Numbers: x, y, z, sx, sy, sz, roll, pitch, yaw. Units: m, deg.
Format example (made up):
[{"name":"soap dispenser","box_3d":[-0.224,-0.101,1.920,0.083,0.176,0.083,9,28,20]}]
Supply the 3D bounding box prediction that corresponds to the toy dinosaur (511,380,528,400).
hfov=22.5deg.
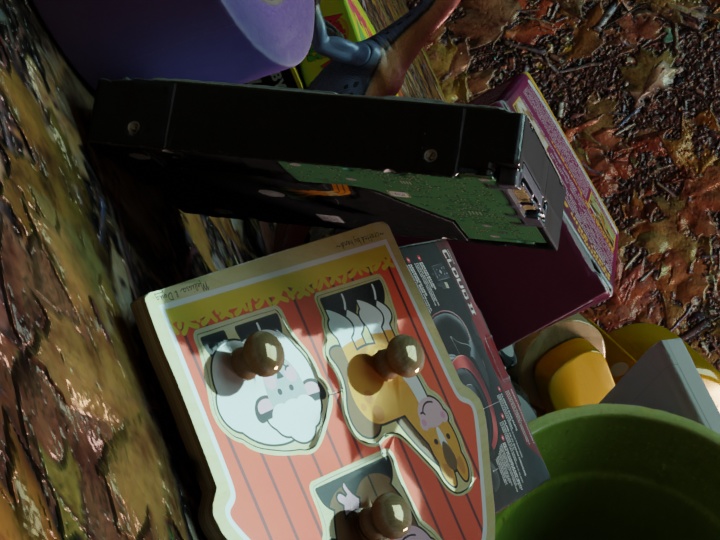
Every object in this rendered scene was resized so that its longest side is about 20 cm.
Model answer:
[{"name":"toy dinosaur","box_3d":[0.049,0.064,1.290,0.102,0.077,0.200,58,-4,-26]}]

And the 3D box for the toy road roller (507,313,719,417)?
[{"name":"toy road roller","box_3d":[0.182,0.079,1.325,0.123,0.146,0.200,46,-14,56]}]

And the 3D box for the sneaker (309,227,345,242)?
[{"name":"sneaker","box_3d":[0.000,0.000,1.127,0.200,0.075,0.082,-99,180,-61]}]

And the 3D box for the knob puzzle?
[{"name":"knob puzzle","box_3d":[0.005,0.082,0.794,0.219,0.030,0.220,28,49,-38]}]

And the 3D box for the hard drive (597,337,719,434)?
[{"name":"hard drive","box_3d":[0.208,0.163,1.158,0.132,0.026,0.200,-56,-132,46]}]

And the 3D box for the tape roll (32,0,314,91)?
[{"name":"tape roll","box_3d":[-0.101,-0.184,0.898,0.200,0.085,0.200,-16,90,-74]}]

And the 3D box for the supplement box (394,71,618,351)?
[{"name":"supplement box","box_3d":[0.084,-0.036,1.114,0.131,0.103,0.200,61,13,-4]}]

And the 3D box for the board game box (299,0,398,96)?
[{"name":"board game box","box_3d":[-0.004,-0.127,1.300,0.102,0.048,0.200,54,15,-51]}]

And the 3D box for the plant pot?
[{"name":"plant pot","box_3d":[0.146,0.216,1.087,0.190,0.200,0.200,101,-21,-45]}]

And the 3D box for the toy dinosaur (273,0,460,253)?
[{"name":"toy dinosaur","box_3d":[-0.003,-0.107,1.099,0.105,0.181,0.200,-52,118,-82]}]

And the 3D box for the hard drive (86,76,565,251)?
[{"name":"hard drive","box_3d":[-0.011,-0.050,0.852,0.140,0.200,0.038,39,59,-71]}]

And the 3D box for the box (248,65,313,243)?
[{"name":"box","box_3d":[-0.033,-0.091,1.350,0.160,0.049,0.200,65,8,7]}]

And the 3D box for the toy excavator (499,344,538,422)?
[{"name":"toy excavator","box_3d":[0.032,0.100,1.121,0.200,0.100,0.195,29,36,-54]}]

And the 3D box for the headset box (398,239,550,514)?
[{"name":"headset box","box_3d":[0.018,0.068,0.941,0.149,0.075,0.200,66,23,4]}]
